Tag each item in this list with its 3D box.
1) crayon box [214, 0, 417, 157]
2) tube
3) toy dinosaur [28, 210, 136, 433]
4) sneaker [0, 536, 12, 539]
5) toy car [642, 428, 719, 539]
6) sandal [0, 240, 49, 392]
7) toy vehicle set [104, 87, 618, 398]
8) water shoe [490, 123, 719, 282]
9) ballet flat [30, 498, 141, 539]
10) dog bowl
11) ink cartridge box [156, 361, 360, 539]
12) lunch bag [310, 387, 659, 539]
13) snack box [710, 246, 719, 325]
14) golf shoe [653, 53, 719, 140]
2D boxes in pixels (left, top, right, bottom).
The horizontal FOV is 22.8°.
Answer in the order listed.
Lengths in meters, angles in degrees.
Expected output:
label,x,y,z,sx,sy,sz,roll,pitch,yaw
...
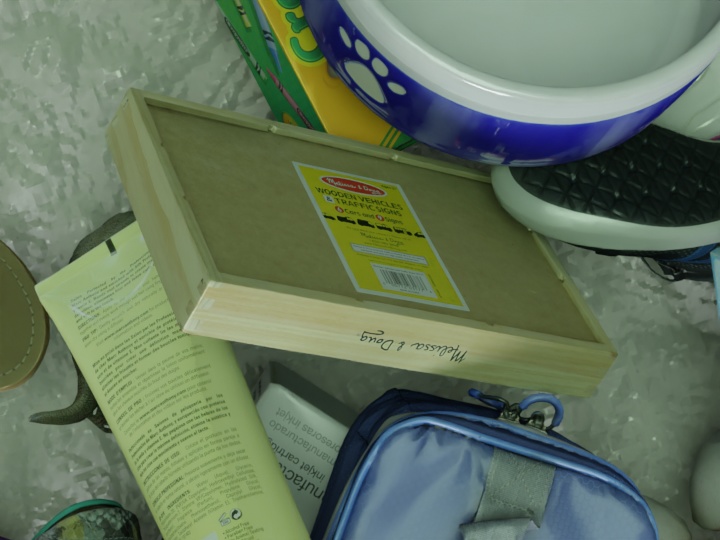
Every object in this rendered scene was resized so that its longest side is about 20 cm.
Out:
label,x,y,z,sx,sy,sz,roll,pitch,yaw
crayon box,-0.012,-0.154,0.840,0.118,0.058,0.201,-29,94,-19
tube,-0.067,0.067,0.723,0.058,0.052,0.201,-14,62,-27
toy dinosaur,-0.107,0.009,0.830,0.077,0.200,0.103,16,117,30
sneaker,-0.244,0.088,0.860,0.200,0.080,0.089,29,76,-6
toy car,0.186,0.175,0.836,0.199,0.150,0.176,-27,94,0
sandal,-0.226,0.008,0.862,0.211,0.070,0.078,19,78,19
toy vehicle set,0.001,-0.010,0.745,0.199,0.124,0.027,11,124,-32
water shoe,0.148,-0.021,0.833,0.199,0.079,0.072,1,51,-20
ballet flat,-0.165,0.182,0.827,0.072,0.072,0.200,45,123,-4
dog bowl,0.071,-0.149,0.771,0.199,0.079,0.201,3,72,-9
ink cartridge box,-0.036,0.169,0.863,0.144,0.084,0.200,32,93,-4
lunch bag,0.043,0.145,0.757,0.135,0.132,0.201,18,93,-4
snack box,0.250,0.006,0.825,0.199,0.037,0.117,-28,120,-26
golf shoe,0.206,-0.115,0.867,0.199,0.075,0.092,-22,115,-1
